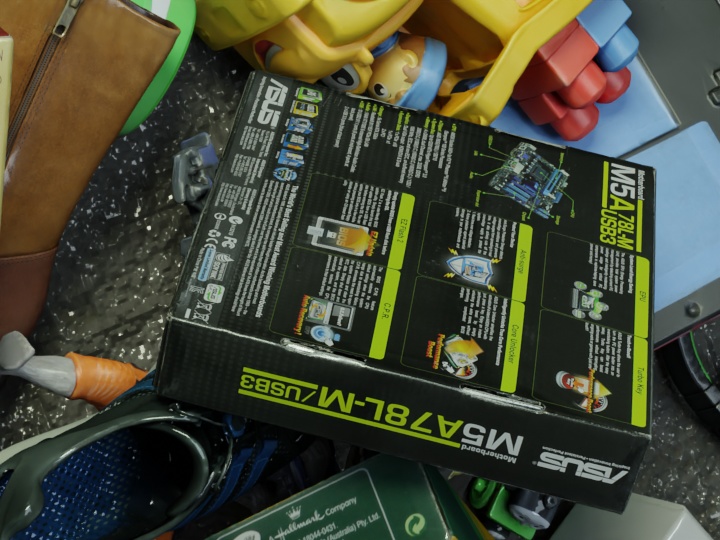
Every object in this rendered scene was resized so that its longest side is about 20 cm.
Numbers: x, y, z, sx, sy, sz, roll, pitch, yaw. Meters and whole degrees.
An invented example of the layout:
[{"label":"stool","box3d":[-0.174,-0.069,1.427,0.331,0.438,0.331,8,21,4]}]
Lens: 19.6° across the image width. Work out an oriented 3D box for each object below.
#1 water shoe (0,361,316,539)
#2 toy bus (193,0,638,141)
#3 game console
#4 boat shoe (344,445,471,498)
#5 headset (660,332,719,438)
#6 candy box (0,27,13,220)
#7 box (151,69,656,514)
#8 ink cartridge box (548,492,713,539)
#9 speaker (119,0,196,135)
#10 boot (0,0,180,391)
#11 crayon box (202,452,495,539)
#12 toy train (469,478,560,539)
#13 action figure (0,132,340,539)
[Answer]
[{"label":"water shoe","box3d":[-0.066,0.072,0.839,0.199,0.079,0.072,-32,106,-26]},{"label":"toy bus","box3d":[0.044,-0.129,0.986,0.200,0.135,0.192,-44,106,-20]},{"label":"game console","box3d":[0.123,-0.047,1.041,0.199,0.031,0.178,-26,82,-15]},{"label":"boat shoe","box3d":[0.055,0.023,0.955,0.071,0.061,0.202,25,62,-2]},{"label":"headset","box3d":[0.249,0.055,1.111,0.200,0.094,0.124,47,70,-6]},{"label":"candy box","box3d":[-0.203,-0.001,0.813,0.114,0.055,0.202,-2,110,-25]},{"label":"box","box3d":[0.027,0.001,0.869,0.191,0.201,0.048,15,125,-3]},{"label":"ink cartridge box","box3d":[0.154,0.231,1.055,0.146,0.084,0.200,-50,116,-19]},{"label":"speaker","box3d":[-0.173,-0.135,0.907,0.199,0.088,0.089,28,77,-24]},{"label":"boot","box3d":[-0.192,-0.046,0.855,0.187,0.069,0.201,19,110,-26]},{"label":"crayon box","box3d":[0.001,0.151,0.912,0.125,0.200,0.052,-26,60,5]},{"label":"toy train","box3d":[0.114,0.046,1.064,0.042,0.056,0.201,31,75,-23]},{"label":"action figure","box3d":[-0.088,0.049,0.937,0.193,0.104,0.202,-10,82,-48]}]
